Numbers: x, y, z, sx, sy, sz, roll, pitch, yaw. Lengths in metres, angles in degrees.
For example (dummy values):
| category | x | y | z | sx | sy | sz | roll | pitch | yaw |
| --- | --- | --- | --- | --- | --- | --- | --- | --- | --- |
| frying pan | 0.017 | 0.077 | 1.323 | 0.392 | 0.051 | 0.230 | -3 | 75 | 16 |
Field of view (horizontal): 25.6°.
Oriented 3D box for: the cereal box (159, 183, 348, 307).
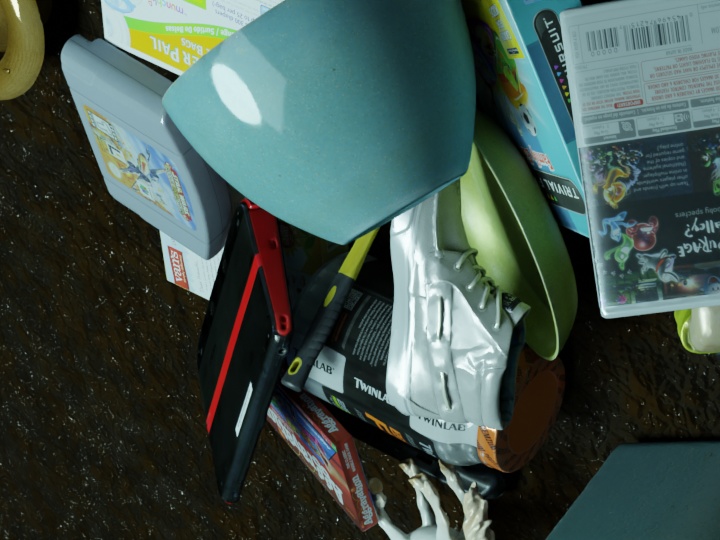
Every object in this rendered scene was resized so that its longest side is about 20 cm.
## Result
| category | x | y | z | sx | sy | sz | roll | pitch | yaw |
| --- | --- | --- | --- | --- | --- | --- | --- | --- | --- |
| cereal box | -0.095 | -0.024 | 1.365 | 0.199 | 0.039 | 0.144 | 24 | 134 | 32 |

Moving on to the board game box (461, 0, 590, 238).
| category | x | y | z | sx | sy | sz | roll | pitch | yaw |
| --- | --- | --- | --- | --- | --- | --- | --- | --- | --- |
| board game box | 0.112 | -0.125 | 1.015 | 0.201 | 0.047 | 0.151 | 66 | 173 | -14 |

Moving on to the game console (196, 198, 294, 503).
| category | x | y | z | sx | sy | sz | roll | pitch | yaw |
| --- | --- | --- | --- | --- | --- | --- | --- | --- | --- |
| game console | -0.092 | 0.060 | 1.276 | 0.177 | 0.031 | 0.201 | -108 | 28 | -46 |

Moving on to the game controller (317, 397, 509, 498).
| category | x | y | z | sx | sy | sz | roll | pitch | yaw |
| --- | --- | --- | --- | --- | --- | --- | --- | --- | --- |
| game controller | 0.035 | 0.129 | 1.333 | 0.199 | 0.042 | 0.105 | 23 | 147 | 32 |

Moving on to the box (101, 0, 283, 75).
| category | x | y | z | sx | sy | sz | roll | pitch | yaw |
| --- | --- | --- | --- | --- | --- | --- | --- | --- | --- |
| box | -0.091 | -0.205 | 1.176 | 0.199 | 0.101 | 0.113 | 26 | 134 | 30 |

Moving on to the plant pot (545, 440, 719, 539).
| category | x | y | z | sx | sy | sz | roll | pitch | yaw |
| --- | --- | --- | --- | --- | --- | --- | --- | --- | --- |
| plant pot | 0.261 | 0.234 | 1.082 | 0.199 | 0.196 | 0.197 | -17 | 106 | 41 |

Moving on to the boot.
| category | x | y | z | sx | sy | sz | roll | pitch | yaw |
| --- | --- | --- | --- | --- | --- | --- | --- | --- | --- |
| boot | 0.075 | 0.011 | 1.093 | 0.095 | 0.074 | 0.201 | 10 | 110 | 25 |

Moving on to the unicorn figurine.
| category | x | y | z | sx | sy | sz | roll | pitch | yaw |
| --- | --- | --- | --- | --- | --- | --- | --- | --- | --- |
| unicorn figurine | 0.065 | 0.221 | 1.294 | 0.138 | 0.074 | 0.200 | 65 | 172 | -4 |

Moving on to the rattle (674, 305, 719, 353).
| category | x | y | z | sx | sy | sz | roll | pitch | yaw |
| --- | --- | --- | --- | --- | --- | --- | --- | --- | --- |
| rattle | 0.250 | -0.052 | 0.981 | 0.142 | 0.130 | 0.201 | -5 | 81 | 23 |

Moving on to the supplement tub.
| category | x | y | z | sx | sy | sz | roll | pitch | yaw |
| --- | --- | --- | --- | --- | --- | --- | --- | --- | --- |
| supplement tub | 0.050 | 0.072 | 1.223 | 0.199 | 0.122 | 0.123 | 24 | 133 | 33 |

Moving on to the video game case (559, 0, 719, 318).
| category | x | y | z | sx | sy | sz | roll | pitch | yaw |
| --- | --- | --- | --- | --- | --- | --- | --- | --- | --- |
| video game case | 0.224 | -0.074 | 0.902 | 0.199 | 0.023 | 0.183 | -7 | 93 | 17 |

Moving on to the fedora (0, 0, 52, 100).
| category | x | y | z | sx | sy | sz | roll | pitch | yaw |
| --- | --- | --- | --- | --- | --- | --- | --- | --- | --- |
| fedora | -0.340 | -0.250 | 1.414 | 0.200 | 0.082 | 0.201 | 22 | 131 | 27 |

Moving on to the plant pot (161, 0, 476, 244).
| category | x | y | z | sx | sy | sz | roll | pitch | yaw |
| --- | --- | --- | --- | --- | --- | --- | --- | --- | --- |
| plant pot | -0.006 | -0.096 | 0.995 | 0.200 | 0.200 | 0.135 | -31 | 88 | 52 |

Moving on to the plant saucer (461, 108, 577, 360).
| category | x | y | z | sx | sy | sz | roll | pitch | yaw |
| --- | --- | --- | --- | --- | --- | --- | --- | --- | --- |
| plant saucer | 0.101 | -0.034 | 1.102 | 0.200 | 0.031 | 0.201 | 90 | 154 | -76 |

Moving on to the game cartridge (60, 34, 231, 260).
| category | x | y | z | sx | sy | sz | roll | pitch | yaw |
| --- | --- | --- | --- | --- | --- | --- | --- | --- | --- |
| game cartridge | -0.166 | -0.093 | 1.280 | 0.133 | 0.042 | 0.200 | 36 | 157 | 27 |

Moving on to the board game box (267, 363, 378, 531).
| category | x | y | z | sx | sy | sz | roll | pitch | yaw |
| --- | --- | --- | --- | --- | --- | --- | --- | --- | --- |
| board game box | -0.051 | 0.128 | 1.351 | 0.200 | 0.019 | 0.103 | 42 | 157 | 48 |

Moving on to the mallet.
| category | x | y | z | sx | sy | sz | roll | pitch | yaw |
| --- | --- | --- | --- | --- | --- | --- | --- | --- | --- |
| mallet | 0.000 | 0.000 | 1.186 | 0.066 | 0.201 | 0.041 | 11 | 165 | 40 |

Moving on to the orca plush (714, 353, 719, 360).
| category | x | y | z | sx | sy | sz | roll | pitch | yaw |
| --- | --- | --- | --- | --- | --- | --- | --- | --- | --- |
| orca plush | 0.311 | 0.093 | 1.011 | 0.199 | 0.071 | 0.106 | 27 | 134 | 30 |
